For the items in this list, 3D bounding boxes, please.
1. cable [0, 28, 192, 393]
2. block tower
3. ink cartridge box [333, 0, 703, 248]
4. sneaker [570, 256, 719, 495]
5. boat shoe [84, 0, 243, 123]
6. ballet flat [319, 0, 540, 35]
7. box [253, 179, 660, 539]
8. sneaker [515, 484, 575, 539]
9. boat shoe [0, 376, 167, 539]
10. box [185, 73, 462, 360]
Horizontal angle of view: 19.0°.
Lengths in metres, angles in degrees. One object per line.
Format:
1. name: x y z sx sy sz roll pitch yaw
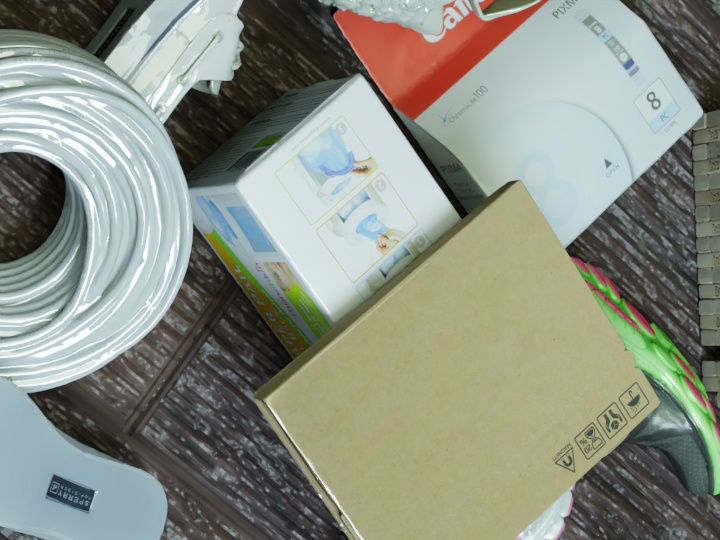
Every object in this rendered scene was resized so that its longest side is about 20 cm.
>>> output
1. cable: -0.193 -0.029 1.161 0.200 0.069 0.200 -40 120 0
2. block tower: 0.254 -0.012 1.394 0.057 0.054 0.202 0 88 -24
3. ink cartridge box: 0.101 -0.126 1.333 0.160 0.047 0.201 -42 106 -19
4. sneaker: 0.160 0.074 1.352 0.084 0.077 0.200 -37 115 17
5. boat shoe: -0.102 -0.131 1.230 0.070 0.071 0.201 42 81 -26
6. ballet flat: 0.061 -0.175 1.289 0.198 0.072 0.072 -16 95 -16
7. box: 0.058 0.072 1.204 0.200 0.021 0.164 -40 107 -19
8. sneaker: 0.051 0.155 1.286 0.088 0.081 0.200 46 72 -18
9. boat shoe: -0.195 0.099 1.162 0.202 0.086 0.075 32 74 -48
10. box: 0.000 0.000 1.249 0.101 0.112 0.201 -41 105 -19
